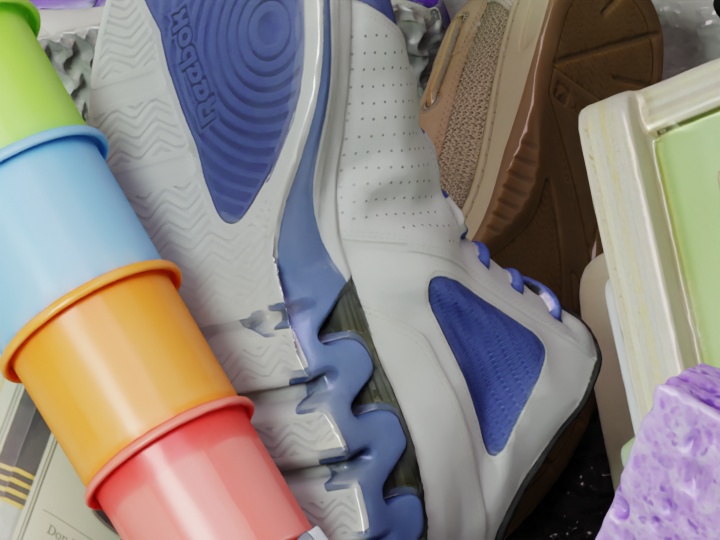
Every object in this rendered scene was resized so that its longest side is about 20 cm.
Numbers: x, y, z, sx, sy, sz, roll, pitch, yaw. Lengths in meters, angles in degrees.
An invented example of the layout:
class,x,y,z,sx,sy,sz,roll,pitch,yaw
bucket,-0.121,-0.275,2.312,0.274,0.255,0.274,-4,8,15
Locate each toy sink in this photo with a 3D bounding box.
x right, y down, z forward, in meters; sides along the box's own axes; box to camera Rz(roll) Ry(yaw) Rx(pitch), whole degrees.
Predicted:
class,x,y,z,sx,sy,sz,roll,pitch,yaw
toy sink,0.131,0.013,0.780,0.200,0.112,0.131,-21,65,27

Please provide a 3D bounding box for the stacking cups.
class,x,y,z,sx,sy,sz,roll,pitch,yaw
stacking cups,-0.079,-0.002,0.740,0.060,0.061,0.200,-26,75,-14

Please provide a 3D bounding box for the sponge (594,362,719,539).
class,x,y,z,sx,sy,sz,roll,pitch,yaw
sponge,0.087,0.133,0.720,0.112,0.200,0.030,31,24,26

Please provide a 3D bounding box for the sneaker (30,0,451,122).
class,x,y,z,sx,sy,sz,roll,pitch,yaw
sneaker,-0.071,-0.092,0.971,0.200,0.070,0.100,-3,50,2

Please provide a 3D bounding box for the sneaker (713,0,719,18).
class,x,y,z,sx,sy,sz,roll,pitch,yaw
sneaker,0.190,-0.091,0.918,0.200,0.076,0.115,3,57,53

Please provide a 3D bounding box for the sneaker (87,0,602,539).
class,x,y,z,sx,sy,sz,roll,pitch,yaw
sneaker,0.000,0.001,0.785,0.080,0.115,0.200,-7,90,38

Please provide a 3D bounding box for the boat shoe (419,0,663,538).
class,x,y,z,sx,sy,sz,roll,pitch,yaw
boat shoe,0.036,-0.002,0.903,0.064,0.071,0.200,-8,52,45

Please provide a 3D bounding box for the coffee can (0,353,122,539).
class,x,y,z,sx,sy,sz,roll,pitch,yaw
coffee can,-0.117,0.094,0.785,0.146,0.146,0.200,9,54,12

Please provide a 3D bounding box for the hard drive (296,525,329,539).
class,x,y,z,sx,sy,sz,roll,pitch,yaw
hard drive,-0.035,0.158,0.693,0.042,0.200,0.135,34,61,23
